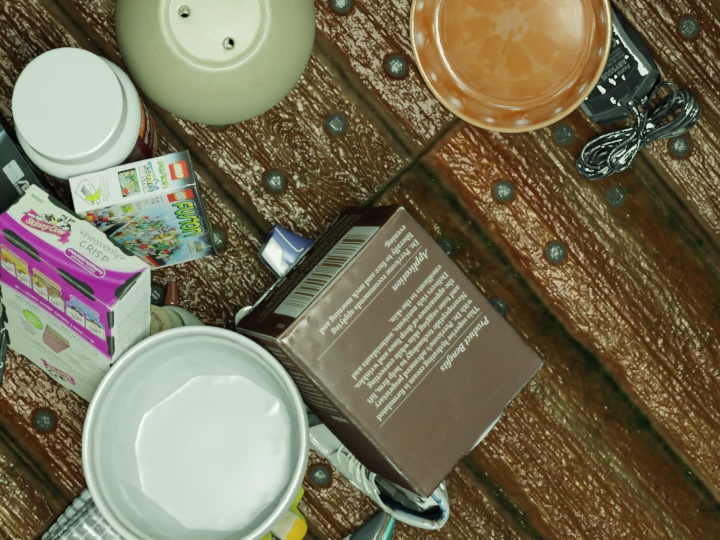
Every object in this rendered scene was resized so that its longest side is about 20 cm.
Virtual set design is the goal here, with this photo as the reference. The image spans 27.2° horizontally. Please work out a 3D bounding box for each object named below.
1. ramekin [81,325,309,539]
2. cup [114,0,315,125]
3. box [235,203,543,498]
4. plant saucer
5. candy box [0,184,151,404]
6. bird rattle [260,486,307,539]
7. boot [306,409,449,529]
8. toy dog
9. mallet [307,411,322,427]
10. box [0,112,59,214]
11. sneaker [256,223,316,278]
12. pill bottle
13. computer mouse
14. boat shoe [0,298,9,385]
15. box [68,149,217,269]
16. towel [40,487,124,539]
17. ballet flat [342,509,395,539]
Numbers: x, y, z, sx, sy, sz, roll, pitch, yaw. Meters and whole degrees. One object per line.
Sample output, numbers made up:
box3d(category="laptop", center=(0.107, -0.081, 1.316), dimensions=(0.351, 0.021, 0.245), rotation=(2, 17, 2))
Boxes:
box3d(category="ramekin", center=(-0.139, 0.157, 1.320), dimensions=(0.197, 0.105, 0.203), rotation=(-1, 77, 5))
box3d(category="cup", center=(-0.136, -0.235, 1.390), dimensions=(0.197, 0.143, 0.203), rotation=(-1, 98, -5))
box3d(category="box", center=(0.022, 0.068, 1.350), dimensions=(0.166, 0.164, 0.200), rotation=(-46, 104, -12))
box3d(category="plant saucer", center=(0.146, -0.236, 1.442), dimensions=(0.197, 0.032, 0.203), rotation=(5, 108, 16))
box3d(category="candy box", center=(-0.256, 0.033, 1.337), dimensions=(0.136, 0.201, 0.061), rotation=(33, 57, 13))
box3d(category="bird rattle", center=(-0.124, 0.201, 1.440), dimensions=(0.113, 0.163, 0.201), rotation=(-46, 114, -17))
box3d(category="boot", center=(0.009, 0.182, 1.480), dimensions=(0.199, 0.096, 0.074), rotation=(34, 93, -8))
box3d(category="toy dog", center=(-0.137, 0.071, 1.454), dimensions=(0.198, 0.132, 0.097), rotation=(24, 63, -15))
box3d(category="mallet", center=(0.035, 0.127, 1.481), dimensions=(0.197, 0.066, 0.042), rotation=(-11, 93, -10))
box3d(category="box", center=(-0.385, -0.074, 1.395), dimensions=(0.160, 0.044, 0.201), rotation=(-36, 73, 1))
box3d(category="sneaker", center=(0.001, 0.000, 1.472), dimensions=(0.199, 0.081, 0.116), rotation=(37, 86, -12))
box3d(category="pill bottle", center=(-0.250, -0.133, 1.355), dimensions=(0.112, 0.200, 0.116), rotation=(0, 85, -2))
box3d(category="computer mouse", center=(0.233, -0.203, 1.469), dimensions=(0.138, 0.053, 0.201), rotation=(-31, 95, 25))
box3d(category="boat shoe", center=(-0.340, 0.019, 1.439), dimensions=(0.065, 0.074, 0.202), rotation=(20, 84, -22))
box3d(category="box", center=(-0.197, -0.049, 1.381), dimensions=(0.109, 0.200, 0.035), rotation=(-14, 73, -3))
box3d(category="towel", center=(-0.226, 0.313, 1.479), dimensions=(0.166, 0.086, 0.200), rotation=(-45, 99, 0))
box3d(category="ballet flat", center=(-0.018, 0.328, 1.509), dimensions=(0.072, 0.073, 0.203), rotation=(12, 104, -7))
